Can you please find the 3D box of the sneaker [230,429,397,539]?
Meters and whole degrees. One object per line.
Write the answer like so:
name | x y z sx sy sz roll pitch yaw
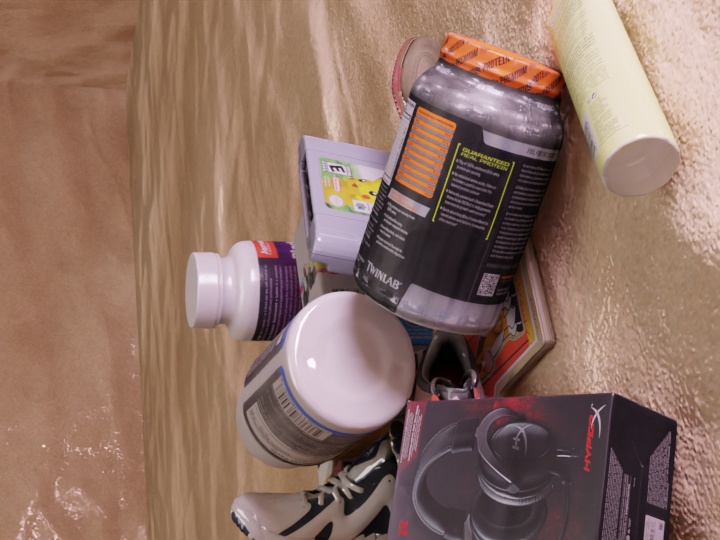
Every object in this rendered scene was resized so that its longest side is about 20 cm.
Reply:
sneaker | -0.014 0.200 1.019 0.080 0.195 0.132 -82 7 -82

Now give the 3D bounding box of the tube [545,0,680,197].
tube | 0.161 -0.138 0.732 0.058 0.052 0.202 -31 44 22

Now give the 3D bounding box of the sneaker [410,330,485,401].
sneaker | 0.067 0.130 0.840 0.083 0.075 0.202 88 176 -48

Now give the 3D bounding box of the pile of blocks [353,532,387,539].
pile of blocks | 0.063 0.315 0.957 0.202 0.061 0.082 63 -175 11

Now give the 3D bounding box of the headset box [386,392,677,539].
headset box | 0.096 0.163 0.707 0.198 0.077 0.152 -9 65 48

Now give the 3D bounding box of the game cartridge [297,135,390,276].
game cartridge | 0.010 -0.059 1.025 0.201 0.131 0.041 -101 29 -55

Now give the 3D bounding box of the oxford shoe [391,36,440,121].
oxford shoe | 0.076 -0.139 0.978 0.074 0.070 0.203 -29 50 33

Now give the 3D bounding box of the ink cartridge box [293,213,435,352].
ink cartridge box | 0.000 0.000 1.090 0.068 0.113 0.203 119 147 -53

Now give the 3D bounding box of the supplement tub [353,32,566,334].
supplement tub | 0.077 -0.065 0.824 0.123 0.120 0.203 -130 56 -62

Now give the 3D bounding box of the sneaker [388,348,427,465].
sneaker | 0.061 0.169 0.957 0.080 0.076 0.204 -171 76 -82

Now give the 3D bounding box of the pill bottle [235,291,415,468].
pill bottle | -0.039 0.103 0.942 0.200 0.112 0.116 135 133 -61

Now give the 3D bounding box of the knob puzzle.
knob puzzle | 0.093 0.023 0.942 0.219 0.030 0.225 180 90 -71

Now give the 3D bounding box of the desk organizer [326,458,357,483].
desk organizer | 0.014 0.296 1.102 0.077 0.070 0.203 117 148 -47

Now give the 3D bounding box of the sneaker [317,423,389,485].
sneaker | -0.016 0.168 1.190 0.088 0.074 0.202 -109 28 -45

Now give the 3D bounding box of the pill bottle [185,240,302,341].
pill bottle | -0.094 0.024 1.238 0.111 0.196 0.114 -179 90 -70
